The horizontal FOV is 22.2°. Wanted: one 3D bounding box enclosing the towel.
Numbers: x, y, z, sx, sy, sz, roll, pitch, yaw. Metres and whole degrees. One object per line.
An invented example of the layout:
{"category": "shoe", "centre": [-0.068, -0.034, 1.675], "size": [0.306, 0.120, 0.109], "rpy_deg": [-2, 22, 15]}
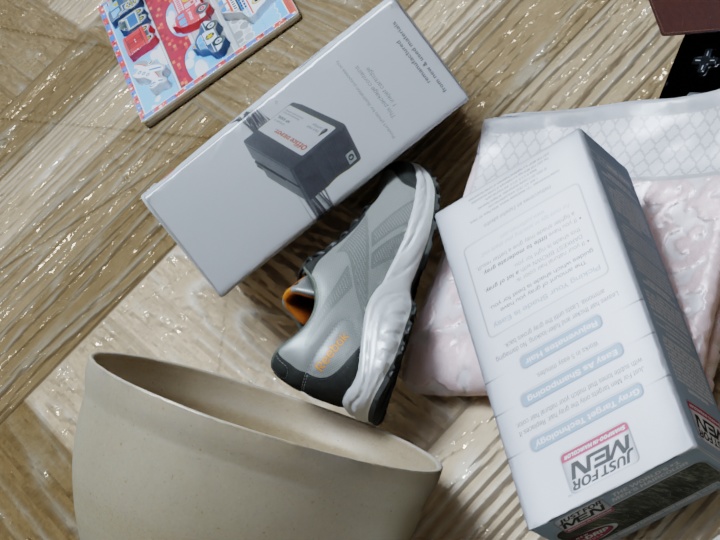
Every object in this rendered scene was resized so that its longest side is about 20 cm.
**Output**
{"category": "towel", "centre": [0.129, -0.015, 1.062], "size": [0.199, 0.032, 0.192], "rpy_deg": [-3, 60, 40]}

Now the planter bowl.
{"category": "planter bowl", "centre": [-0.070, 0.138, 0.988], "size": [0.200, 0.199, 0.136], "rpy_deg": [21, 94, 48]}

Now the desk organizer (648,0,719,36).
{"category": "desk organizer", "centre": [0.248, -0.227, 1.123], "size": [0.077, 0.072, 0.200], "rpy_deg": [2, 40, 42]}

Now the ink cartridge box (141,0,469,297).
{"category": "ink cartridge box", "centre": [-0.036, -0.081, 1.191], "size": [0.200, 0.084, 0.145], "rpy_deg": [-38, 6, 2]}

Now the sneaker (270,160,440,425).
{"category": "sneaker", "centre": [0.000, 0.000, 1.106], "size": [0.079, 0.074, 0.201], "rpy_deg": [16, 44, 1]}

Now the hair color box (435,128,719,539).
{"category": "hair color box", "centre": [0.117, 0.036, 0.970], "size": [0.099, 0.061, 0.201], "rpy_deg": [-30, 53, 22]}

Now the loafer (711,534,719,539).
{"category": "loafer", "centre": [0.167, 0.168, 0.854], "size": [0.199, 0.072, 0.063], "rpy_deg": [-32, 55, 19]}

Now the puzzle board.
{"category": "puzzle board", "centre": [-0.138, -0.214, 1.504], "size": [0.150, 0.017, 0.200], "rpy_deg": [-35, 39, 6]}

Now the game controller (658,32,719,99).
{"category": "game controller", "centre": [0.263, -0.109, 1.055], "size": [0.199, 0.042, 0.105], "rpy_deg": [7, 57, 43]}
